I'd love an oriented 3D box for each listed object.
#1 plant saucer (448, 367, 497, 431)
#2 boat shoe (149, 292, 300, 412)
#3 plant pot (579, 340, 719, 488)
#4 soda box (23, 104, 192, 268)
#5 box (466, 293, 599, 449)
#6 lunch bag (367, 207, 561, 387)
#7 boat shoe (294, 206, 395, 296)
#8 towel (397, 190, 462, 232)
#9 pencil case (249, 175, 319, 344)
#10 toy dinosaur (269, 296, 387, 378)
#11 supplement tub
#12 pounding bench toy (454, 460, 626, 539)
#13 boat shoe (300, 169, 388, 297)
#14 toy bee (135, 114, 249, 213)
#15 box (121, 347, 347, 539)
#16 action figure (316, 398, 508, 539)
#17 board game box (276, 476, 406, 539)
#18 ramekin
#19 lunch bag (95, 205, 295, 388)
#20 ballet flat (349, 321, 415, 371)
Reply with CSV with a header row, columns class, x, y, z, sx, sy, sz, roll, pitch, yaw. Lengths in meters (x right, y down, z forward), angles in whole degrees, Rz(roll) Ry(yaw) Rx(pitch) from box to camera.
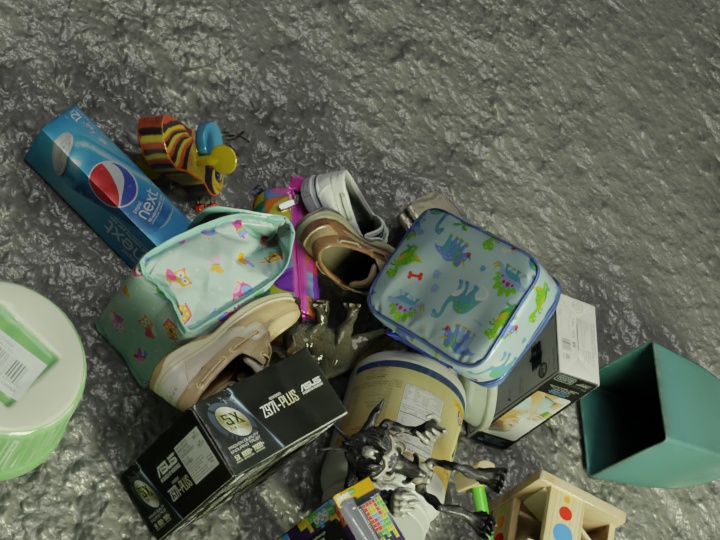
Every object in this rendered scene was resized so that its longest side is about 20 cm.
class,x,y,z,sx,sy,sz,roll,pitch,yaw
plant saucer,0.119,0.097,1.804,0.050,0.200,0.201,-4,63,-10
boat shoe,-0.132,0.094,1.589,0.200,0.074,0.069,-33,67,-34
plant pot,0.414,0.205,1.952,0.200,0.141,0.142,19,54,-31
soda box,-0.293,-0.092,1.726,0.200,0.068,0.064,45,48,-1
box,0.209,0.126,1.826,0.060,0.200,0.117,19,52,-24
lunch bag,0.114,0.031,1.694,0.161,0.200,0.082,-57,141,-4
boat shoe,0.000,0.000,1.772,0.200,0.076,0.072,30,23,-39
towel,0.130,-0.014,1.941,0.200,0.034,0.132,53,25,5
pencil case,-0.090,-0.010,1.795,0.088,0.088,0.201,11,58,-27
toy dinosaur,-0.045,0.085,1.709,0.200,0.077,0.103,5,93,-58
supplement tub,0.036,0.209,1.701,0.144,0.144,0.200,29,51,-15
pounding bench toy,0.188,0.331,1.736,0.200,0.124,0.156,28,51,-15
boat shoe,0.001,-0.041,1.828,0.200,0.067,0.074,53,33,-36
toy bee,-0.194,-0.125,1.787,0.200,0.131,0.109,1,86,-44
box,-0.136,0.185,1.567,0.164,0.200,0.086,-25,78,-40
action figure,0.057,0.208,1.562,0.199,0.102,0.119,21,76,-6
board game box,-0.012,0.330,1.558,0.057,0.200,0.166,-25,78,-37
ramekin,-0.380,0.107,1.527,0.199,0.098,0.201,16,55,-24
lunch bag,-0.177,0.016,1.663,0.200,0.170,0.122,-35,84,-36
ballet flat,0.031,0.089,1.827,0.200,0.069,0.063,-32,96,-40
